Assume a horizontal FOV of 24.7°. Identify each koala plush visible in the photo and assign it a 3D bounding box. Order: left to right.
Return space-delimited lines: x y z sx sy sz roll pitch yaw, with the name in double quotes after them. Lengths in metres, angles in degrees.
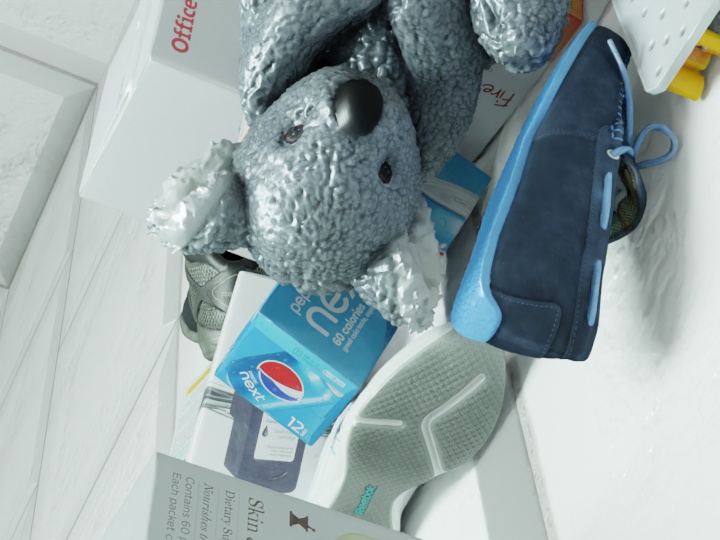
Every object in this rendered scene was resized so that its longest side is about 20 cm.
-0.008 -0.070 0.839 0.184 0.177 0.201 124 162 -57 "koala plush"

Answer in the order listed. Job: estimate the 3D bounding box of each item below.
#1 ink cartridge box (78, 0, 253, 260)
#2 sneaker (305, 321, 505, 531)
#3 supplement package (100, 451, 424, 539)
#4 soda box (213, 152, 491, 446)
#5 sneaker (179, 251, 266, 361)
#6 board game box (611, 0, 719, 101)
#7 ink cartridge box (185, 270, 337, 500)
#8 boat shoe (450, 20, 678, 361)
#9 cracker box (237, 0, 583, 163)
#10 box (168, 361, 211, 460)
-0.074 -0.112 1.165 0.146 0.199 0.147 -54 22 42 "ink cartridge box"
0.014 0.087 0.889 0.080 0.070 0.200 -86 22 -50 "sneaker"
-0.023 0.198 0.645 0.151 0.199 0.152 -55 22 38 "supplement package"
0.000 0.000 0.921 0.064 0.068 0.200 -52 3 45 "soda box"
-0.102 0.004 1.265 0.199 0.076 0.115 -161 68 -82 "sneaker"
0.181 -0.206 0.780 0.200 0.026 0.200 -59 19 31 "board game box"
-0.066 0.119 1.030 0.145 0.084 0.201 117 167 -70 "ink cartridge box"
0.097 -0.031 0.761 0.084 0.068 0.200 114 180 -56 "boat shoe"
0.026 -0.125 0.984 0.200 0.134 0.058 127 157 -45 "cracker box"
-0.117 0.169 1.237 0.082 0.049 0.201 -45 30 54 "box"
